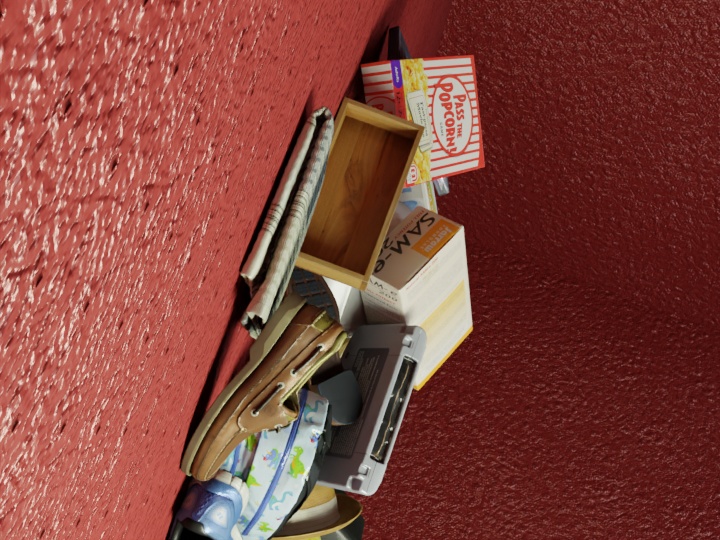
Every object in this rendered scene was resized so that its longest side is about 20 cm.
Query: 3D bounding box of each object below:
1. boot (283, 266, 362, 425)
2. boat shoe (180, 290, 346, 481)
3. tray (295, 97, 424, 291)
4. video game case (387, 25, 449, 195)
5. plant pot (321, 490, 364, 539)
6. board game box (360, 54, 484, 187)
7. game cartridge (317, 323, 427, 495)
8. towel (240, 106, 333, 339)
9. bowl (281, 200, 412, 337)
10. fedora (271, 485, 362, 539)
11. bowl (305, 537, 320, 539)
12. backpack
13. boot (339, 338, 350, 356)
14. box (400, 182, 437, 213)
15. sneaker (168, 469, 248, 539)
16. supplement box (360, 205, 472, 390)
[{"bbox_3d":[-0.070,0.088,1.117,0.097,0.075,0.200,-22,-98,51],"label":"boot"},{"bbox_3d":[-0.088,0.117,0.859,0.200,0.068,0.072,-56,177,14],"label":"boat shoe"},{"bbox_3d":[-0.007,-0.086,1.068,0.037,0.099,0.200,108,2,-69],"label":"tray"},{"bbox_3d":[0.080,-0.219,1.314,0.143,0.019,0.200,-86,156,-58],"label":"video game case"},{"bbox_3d":[-0.105,0.412,1.505,0.200,0.177,0.200,-52,179,4],"label":"plant pot"},{"bbox_3d":[0.083,-0.191,1.212,0.200,0.046,0.152,-21,107,-52],"label":"board game box"},{"bbox_3d":[0.002,0.159,1.126,0.133,0.042,0.200,-11,-125,60],"label":"game cartridge"},{"bbox_3d":[-0.073,-0.034,0.905,0.193,0.035,0.200,115,-6,-78],"label":"towel"},{"bbox_3d":[0.000,0.000,1.211,0.200,0.075,0.200,3,110,-57],"label":"bowl"},{"bbox_3d":[-0.098,0.277,1.201,0.201,0.200,0.082,-40,128,-86],"label":"fedora"},{"bbox_3d":[-0.159,0.398,1.287,0.108,0.200,0.200,30,77,-44],"label":"bowl"},{"bbox_3d":[-0.101,0.201,1.040,0.200,0.154,0.163,-36,-155,53],"label":"backpack"},{"bbox_3d":[-0.032,0.077,1.485,0.200,0.072,0.155,-44,-175,29],"label":"boot"},{"bbox_3d":[0.051,-0.083,1.363,0.101,0.112,0.200,-65,146,-71],"label":"box"},{"bbox_3d":[-0.166,0.286,0.976,0.089,0.078,0.200,-58,162,-46],"label":"sneaker"},{"bbox_3d":[0.071,0.037,1.201,0.126,0.073,0.200,-44,144,-27],"label":"supplement box"}]
